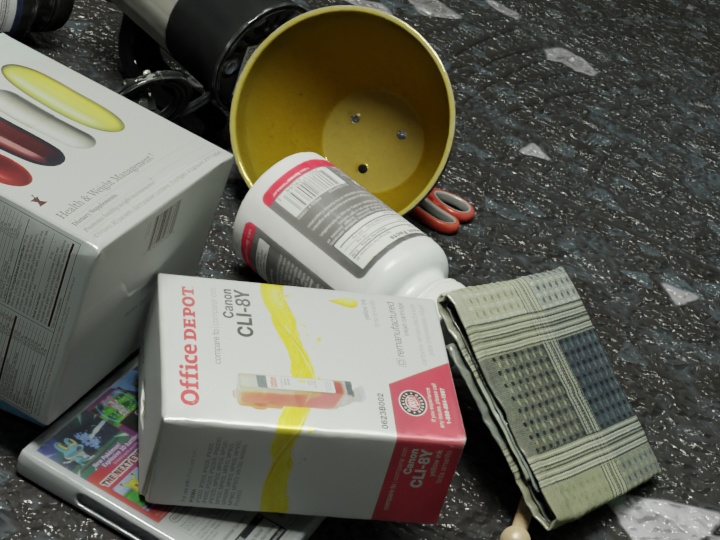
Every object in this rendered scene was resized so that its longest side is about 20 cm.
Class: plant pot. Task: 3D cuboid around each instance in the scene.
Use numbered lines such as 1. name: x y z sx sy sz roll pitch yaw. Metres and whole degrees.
1. plant pot: -0.002 -0.126 1.492 0.200 0.200 0.142 29 3 12

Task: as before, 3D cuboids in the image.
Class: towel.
1. towel: 0.142 0.093 1.263 0.200 0.035 0.193 -9 71 -56

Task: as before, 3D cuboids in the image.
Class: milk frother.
1. milk frother: -0.183 -0.220 1.492 0.188 0.181 0.200 42 22 26

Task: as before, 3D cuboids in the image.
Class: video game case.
1. video game case: -0.107 0.130 1.137 0.182 0.023 0.200 29 31 11

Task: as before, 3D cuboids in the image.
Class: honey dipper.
1. honey dipper: 0.136 0.151 1.251 0.038 0.038 0.200 25 31 4

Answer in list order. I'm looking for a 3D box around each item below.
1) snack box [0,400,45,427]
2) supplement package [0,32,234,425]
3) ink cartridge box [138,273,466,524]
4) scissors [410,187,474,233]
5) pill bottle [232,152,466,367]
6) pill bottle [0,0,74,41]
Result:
1. snack box: -0.242 0.027 1.199 0.116 0.037 0.200 23 29 0
2. supplement package: -0.229 -0.036 1.123 0.200 0.147 0.191 28 30 10
3. ink cartridge box: -0.044 0.085 1.107 0.200 0.083 0.145 5 40 -13
4. scissors: 0.029 -0.097 1.612 0.200 0.014 0.073 39 35 24
5. pill bottle: 0.000 0.000 1.332 0.200 0.111 0.111 39 33 27
6. pill bottle: -0.367 -0.257 1.512 0.200 0.112 0.112 -11 43 -45
